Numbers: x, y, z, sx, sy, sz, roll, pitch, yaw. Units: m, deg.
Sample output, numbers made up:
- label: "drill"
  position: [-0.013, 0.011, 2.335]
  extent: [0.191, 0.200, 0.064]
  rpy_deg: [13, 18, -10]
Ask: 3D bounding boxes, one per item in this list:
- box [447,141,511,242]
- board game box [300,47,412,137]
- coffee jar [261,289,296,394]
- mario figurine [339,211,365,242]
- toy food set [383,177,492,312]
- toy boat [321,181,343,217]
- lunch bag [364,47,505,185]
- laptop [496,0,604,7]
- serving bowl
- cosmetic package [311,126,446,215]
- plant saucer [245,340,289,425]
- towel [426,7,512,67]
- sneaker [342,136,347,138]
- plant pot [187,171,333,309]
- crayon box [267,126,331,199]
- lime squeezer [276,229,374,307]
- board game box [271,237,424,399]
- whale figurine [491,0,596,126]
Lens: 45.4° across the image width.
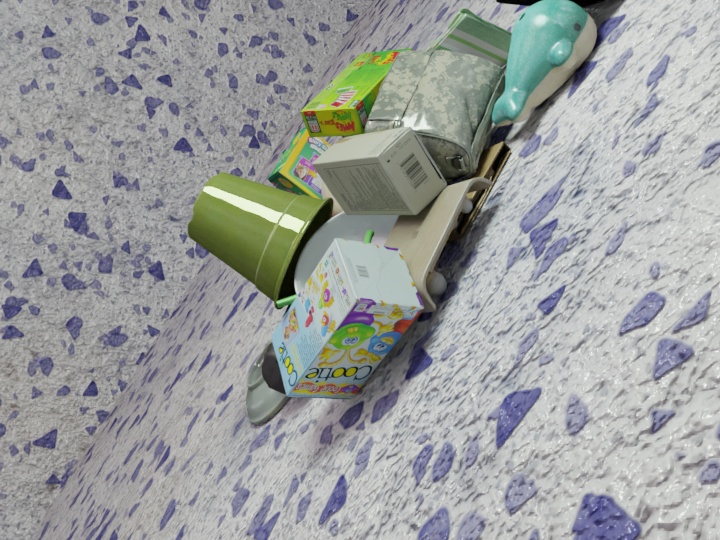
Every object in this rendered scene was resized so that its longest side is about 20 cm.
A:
- label: "box"
  position: [0.134, -0.105, 1.302]
  extent: [0.164, 0.021, 0.200]
  rpy_deg: [-60, 17, -18]
- label: "board game box"
  position: [0.002, -0.282, 1.359]
  extent: [0.101, 0.048, 0.200]
  rpy_deg: [4, 40, 33]
- label: "coffee jar"
  position: [-0.090, 0.099, 1.385]
  extent: [0.105, 0.085, 0.201]
  rpy_deg: [109, -178, -50]
- label: "mario figurine"
  position: [-0.030, -0.030, 1.466]
  extent: [0.124, 0.106, 0.200]
  rpy_deg: [-54, 18, -2]
- label: "toy food set"
  position: [0.094, -0.031, 1.173]
  extent: [0.143, 0.060, 0.201]
  rpy_deg: [-10, 48, 58]
- label: "toy boat"
  position: [0.024, -0.158, 1.579]
  extent: [0.200, 0.131, 0.131]
  rpy_deg: [-40, -26, -7]
- label: "lunch bag"
  position: [0.121, -0.230, 1.300]
  extent: [0.167, 0.140, 0.201]
  rpy_deg: [5, 55, 33]
- label: "laptop"
  position: [0.324, -0.460, 1.299]
  extent: [0.187, 0.199, 0.117]
  rpy_deg: [-95, 10, -78]
- label: "serving bowl"
  position: [0.000, 0.000, 1.304]
  extent: [0.199, 0.066, 0.201]
  rpy_deg: [-16, 51, 21]
- label: "cosmetic package"
  position: [0.023, -0.139, 1.235]
  extent: [0.071, 0.105, 0.200]
  rpy_deg: [-43, 24, -20]
- label: "plant saucer"
  position: [-0.148, 0.169, 1.491]
  extent: [0.200, 0.050, 0.200]
  rpy_deg: [-48, 16, 19]
- label: "towel"
  position: [0.171, -0.364, 1.518]
  extent: [0.200, 0.152, 0.023]
  rpy_deg: [-42, 46, 40]
- label: "sneaker"
  position: [-0.015, -0.241, 1.435]
  extent: [0.146, 0.081, 0.200]
  rpy_deg: [-3, 42, 40]
- label: "plant pot"
  position: [-0.172, -0.066, 1.401]
  extent: [0.201, 0.189, 0.200]
  rpy_deg: [-63, -6, -12]
- label: "crayon box"
  position: [-0.066, -0.169, 1.679]
  extent: [0.058, 0.200, 0.119]
  rpy_deg: [-24, 33, 59]
- label: "lime squeezer"
  position: [-0.026, -0.002, 1.182]
  extent: [0.200, 0.070, 0.038]
  rpy_deg: [-40, -37, -34]
- label: "board game box"
  position: [-0.022, 0.069, 1.125]
  extent: [0.200, 0.103, 0.105]
  rpy_deg: [-54, 41, 36]
- label: "whale figurine"
  position: [0.247, -0.303, 1.236]
  extent: [0.200, 0.104, 0.159]
  rpy_deg: [-54, 16, -6]
